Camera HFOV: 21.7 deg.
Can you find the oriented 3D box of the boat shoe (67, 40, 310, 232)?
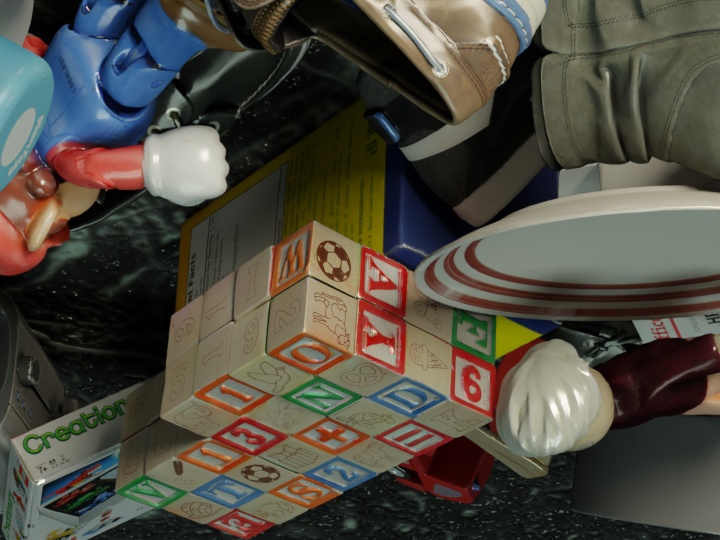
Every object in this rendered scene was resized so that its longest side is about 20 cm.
[{"bbox_3d":[-0.093,-0.076,0.914,0.068,0.057,0.199,26,142,-33],"label":"boat shoe"}]

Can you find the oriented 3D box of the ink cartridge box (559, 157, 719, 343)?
[{"bbox_3d":[0.195,-0.012,0.983,0.198,0.068,0.115,-9,147,19],"label":"ink cartridge box"}]

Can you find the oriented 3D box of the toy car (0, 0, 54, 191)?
[{"bbox_3d":[-0.180,-0.135,0.772,0.183,0.178,0.200,26,-176,5],"label":"toy car"}]

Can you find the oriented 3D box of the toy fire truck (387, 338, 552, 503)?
[{"bbox_3d":[0.067,0.091,1.125,0.140,0.049,0.200,18,156,25],"label":"toy fire truck"}]

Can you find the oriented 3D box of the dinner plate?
[{"bbox_3d":[0.122,-0.008,0.816,0.198,0.025,0.200,-3,167,-1],"label":"dinner plate"}]

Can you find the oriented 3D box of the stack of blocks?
[{"bbox_3d":[-0.041,0.061,0.921,0.115,0.059,0.199,25,142,-30],"label":"stack of blocks"}]

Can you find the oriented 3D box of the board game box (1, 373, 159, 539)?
[{"bbox_3d":[-0.117,0.102,1.129,0.199,0.035,0.127,-23,157,-25],"label":"board game box"}]

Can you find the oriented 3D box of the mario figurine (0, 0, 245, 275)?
[{"bbox_3d":[-0.118,-0.075,0.860,0.106,0.124,0.200,32,123,-23],"label":"mario figurine"}]

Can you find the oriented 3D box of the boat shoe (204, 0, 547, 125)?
[{"bbox_3d":[-0.027,-0.125,0.738,0.199,0.073,0.072,27,162,7],"label":"boat shoe"}]

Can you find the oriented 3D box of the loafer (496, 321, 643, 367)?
[{"bbox_3d":[0.159,0.049,1.090,0.198,0.063,0.072,4,149,-3],"label":"loafer"}]

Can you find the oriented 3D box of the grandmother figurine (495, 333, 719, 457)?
[{"bbox_3d":[0.151,0.053,0.900,0.198,0.061,0.121,-9,158,-31],"label":"grandmother figurine"}]

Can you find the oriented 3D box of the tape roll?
[{"bbox_3d":[0.228,0.125,1.129,0.198,0.067,0.200,7,176,0],"label":"tape roll"}]

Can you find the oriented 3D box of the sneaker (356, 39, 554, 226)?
[{"bbox_3d":[0.071,-0.118,0.822,0.112,0.073,0.200,39,119,-6],"label":"sneaker"}]

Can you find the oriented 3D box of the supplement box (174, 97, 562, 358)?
[{"bbox_3d":[0.000,0.000,0.980,0.109,0.110,0.199,25,142,-32],"label":"supplement box"}]

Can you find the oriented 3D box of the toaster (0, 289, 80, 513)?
[{"bbox_3d":[-0.274,0.087,1.141,0.198,0.115,0.129,-8,149,12],"label":"toaster"}]

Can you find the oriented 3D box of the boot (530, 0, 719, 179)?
[{"bbox_3d":[0.126,-0.130,0.734,0.130,0.202,0.068,11,-167,27],"label":"boot"}]
